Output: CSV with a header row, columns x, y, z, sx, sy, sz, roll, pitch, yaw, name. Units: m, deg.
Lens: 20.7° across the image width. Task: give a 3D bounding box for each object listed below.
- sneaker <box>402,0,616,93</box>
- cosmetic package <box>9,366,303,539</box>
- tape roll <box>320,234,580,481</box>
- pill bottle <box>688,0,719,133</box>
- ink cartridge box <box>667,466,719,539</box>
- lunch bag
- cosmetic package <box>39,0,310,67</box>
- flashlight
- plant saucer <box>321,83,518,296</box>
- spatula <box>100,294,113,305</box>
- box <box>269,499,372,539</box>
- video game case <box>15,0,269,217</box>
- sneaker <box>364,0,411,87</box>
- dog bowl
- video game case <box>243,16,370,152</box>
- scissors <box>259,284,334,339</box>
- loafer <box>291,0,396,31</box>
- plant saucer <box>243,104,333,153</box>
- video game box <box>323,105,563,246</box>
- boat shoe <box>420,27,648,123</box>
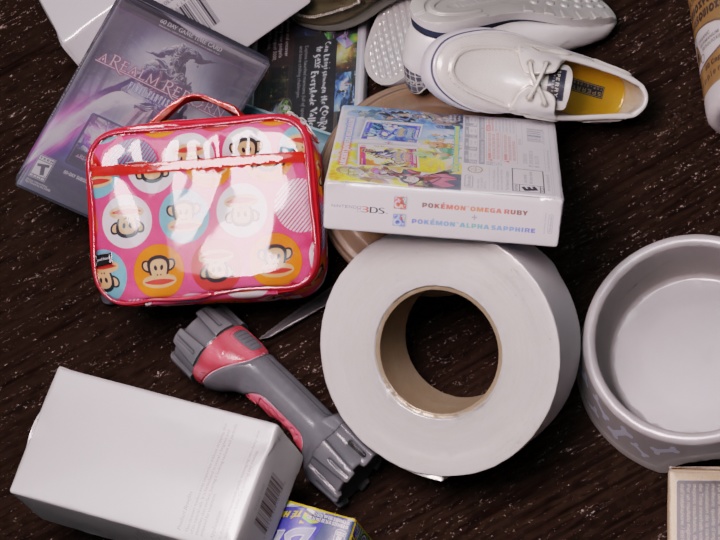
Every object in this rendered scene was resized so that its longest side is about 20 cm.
x,y,z,sx,sy,sz,roll,pitch,yaw,name
0.127,-0.200,1.692,0.199,0.081,0.076,-7,33,-22,sneaker
-0.161,0.159,1.550,0.199,0.081,0.113,14,70,21,cosmetic package
0.071,0.060,1.565,0.201,0.071,0.204,3,99,19,tape roll
0.331,-0.219,1.636,0.114,0.114,0.201,-9,66,11,pill bottle
0.263,0.246,1.416,0.075,0.200,0.166,-1,69,14,ink cartridge box
-0.127,-0.060,1.642,0.199,0.082,0.177,-5,85,6,lunch bag
-0.182,-0.268,1.751,0.199,0.123,0.200,-35,44,2,cosmetic package
-0.072,0.114,1.636,0.068,0.068,0.200,-42,69,-10,flashlight
0.061,-0.076,1.672,0.199,0.029,0.201,0,68,-1,plant saucer
-0.137,-0.008,1.723,0.199,0.021,0.057,-18,66,8,spatula
-0.095,0.214,1.593,0.199,0.070,0.065,13,72,19,box
-0.187,-0.127,1.685,0.200,0.142,0.019,-57,24,21,video game case
0.085,-0.241,1.736,0.078,0.079,0.200,46,109,32,sneaker
0.267,0.062,1.569,0.199,0.059,0.201,-5,66,12,dog bowl
-0.083,-0.154,1.769,0.181,0.023,0.201,-3,67,14,video game case
0.000,0.000,1.690,0.199,0.014,0.073,-19,67,8,scissors
0.004,-0.266,1.711,0.199,0.070,0.076,-16,65,38,loafer
-0.108,-0.113,1.735,0.199,0.019,0.070,21,74,20,plant saucer
0.067,-0.078,1.566,0.181,0.200,0.047,7,112,1,video game box
0.148,-0.156,1.623,0.199,0.070,0.071,11,93,-26,boat shoe
